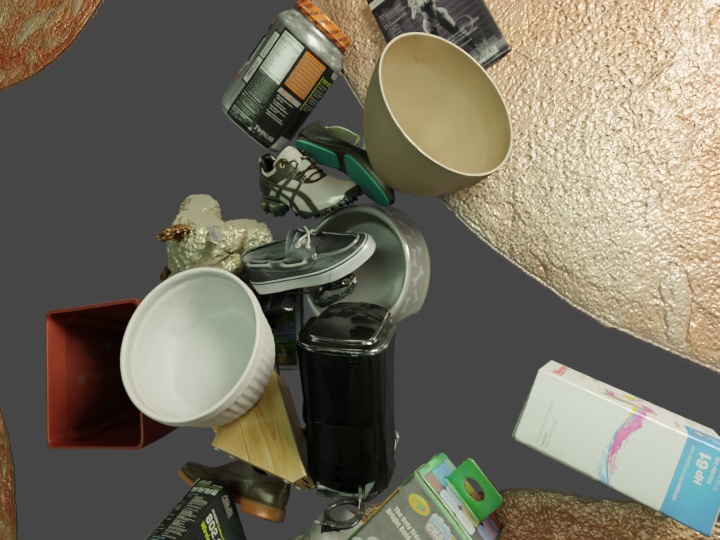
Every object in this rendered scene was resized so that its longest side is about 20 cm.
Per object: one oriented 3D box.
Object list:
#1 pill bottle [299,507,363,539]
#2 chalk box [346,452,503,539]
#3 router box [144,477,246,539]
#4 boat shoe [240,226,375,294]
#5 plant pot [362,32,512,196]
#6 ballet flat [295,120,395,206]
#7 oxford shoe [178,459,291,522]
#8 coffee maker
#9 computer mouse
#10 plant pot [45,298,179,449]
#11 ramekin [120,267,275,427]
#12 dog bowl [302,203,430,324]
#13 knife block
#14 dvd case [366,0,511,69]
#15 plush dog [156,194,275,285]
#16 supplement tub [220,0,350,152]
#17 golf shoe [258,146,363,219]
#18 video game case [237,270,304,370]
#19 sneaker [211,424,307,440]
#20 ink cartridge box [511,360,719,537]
[{"bbox_3d":[-0.067,0.438,0.780,0.114,0.113,0.202,43,103,21],"label":"pill bottle"},{"bbox_3d":[0.092,0.321,0.713,0.201,0.123,0.125,-47,68,13],"label":"chalk box"},{"bbox_3d":[-0.221,0.424,0.793,0.060,0.150,0.206,-3,111,24],"label":"router box"},{"bbox_3d":[-0.076,-0.025,0.773,0.195,0.073,0.069,-12,124,26],"label":"boat shoe"},{"bbox_3d":[0.079,-0.178,0.741,0.134,0.196,0.205,-40,67,53],"label":"plant pot"},{"bbox_3d":[-0.012,-0.169,0.832,0.198,0.069,0.069,36,71,25],"label":"ballet flat"},{"bbox_3d":[-0.192,0.322,0.882,0.194,0.072,0.075,11,70,21],"label":"oxford shoe"},{"bbox_3d":[-0.008,0.165,0.704,0.130,0.193,0.206,-6,112,-7],"label":"coffee maker"},{"bbox_3d":[-0.083,0.036,0.805,0.195,0.034,0.060,-9,54,35],"label":"computer mouse"},{"bbox_3d":[-0.355,0.159,0.902,0.194,0.175,0.207,-7,83,23],"label":"plant pot"},{"bbox_3d":[-0.207,0.111,0.764,0.193,0.106,0.206,-6,63,11],"label":"ramekin"},{"bbox_3d":[0.000,0.000,0.817,0.194,0.058,0.207,-2,85,24],"label":"dog bowl"},{"bbox_3d":[-0.123,0.186,0.804,0.195,0.064,0.179,14,67,23],"label":"knife block"},{"bbox_3d":[0.107,-0.353,0.820,0.146,0.016,0.205,-29,75,21],"label":"dvd case"},{"bbox_3d":[-0.241,0.000,0.870,0.196,0.159,0.176,24,118,23],"label":"plush dog"},{"bbox_3d":[-0.110,-0.292,0.857,0.123,0.122,0.201,45,103,21],"label":"supplement tub"},{"bbox_3d":[-0.084,-0.129,0.819,0.196,0.077,0.097,5,117,39],"label":"golf shoe"},{"bbox_3d":[-0.177,0.066,0.913,0.194,0.022,0.189,-6,83,23],"label":"video game case"},{"bbox_3d":[-0.144,0.240,0.860,0.195,0.078,0.079,19,79,22],"label":"sneaker"},{"bbox_3d":[0.279,0.180,0.625,0.196,0.144,0.087,21,94,24],"label":"ink cartridge box"}]
